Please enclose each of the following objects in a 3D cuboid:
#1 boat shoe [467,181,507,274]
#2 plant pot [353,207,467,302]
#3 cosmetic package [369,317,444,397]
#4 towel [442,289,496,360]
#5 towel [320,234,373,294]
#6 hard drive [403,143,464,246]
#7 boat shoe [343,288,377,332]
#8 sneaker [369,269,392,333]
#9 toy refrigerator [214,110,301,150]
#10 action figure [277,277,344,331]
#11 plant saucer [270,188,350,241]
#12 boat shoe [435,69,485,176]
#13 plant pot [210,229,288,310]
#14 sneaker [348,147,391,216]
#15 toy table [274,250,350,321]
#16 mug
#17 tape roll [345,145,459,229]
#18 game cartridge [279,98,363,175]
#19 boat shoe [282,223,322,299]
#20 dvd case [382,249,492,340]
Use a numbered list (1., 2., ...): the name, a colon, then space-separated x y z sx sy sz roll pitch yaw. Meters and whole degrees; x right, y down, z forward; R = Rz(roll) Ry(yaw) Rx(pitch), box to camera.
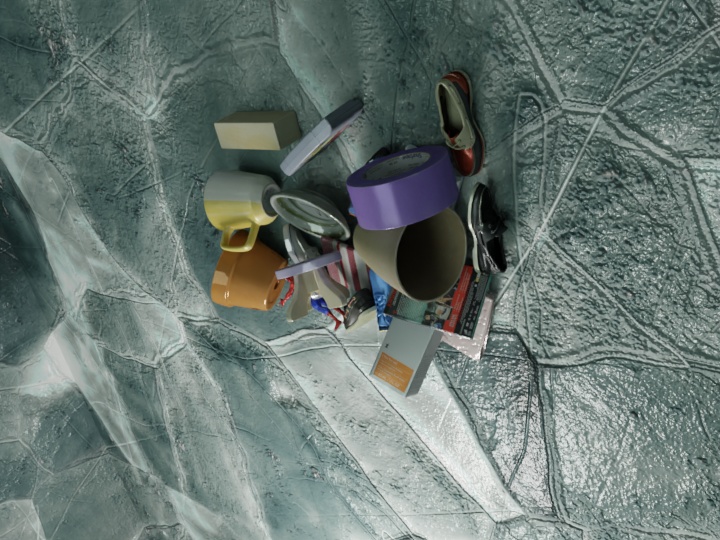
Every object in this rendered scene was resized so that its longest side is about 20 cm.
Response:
1. boat shoe: 0.248 -0.074 1.412 0.065 0.074 0.202 15 128 32
2. plant pot: 0.079 -0.050 1.488 0.199 0.186 0.189 18 131 52
3. cosmetic package: 0.108 0.157 1.592 0.101 0.071 0.202 26 100 26
4. towel: 0.193 0.080 1.608 0.199 0.032 0.193 31 136 26
5. towel: 0.000 0.000 1.721 0.198 0.023 0.145 22 143 30
6. hard drive: 0.130 -0.141 1.511 0.131 0.025 0.202 33 136 21
7. boat shoe: -0.004 0.097 1.766 0.064 0.073 0.202 59 160 12
8. sneaker: 0.063 0.084 1.652 0.066 0.078 0.202 0 121 52
9. toy refrigerator: -0.234 -0.316 1.688 0.198 0.076 0.071 9 125 38
10. action figure: -0.131 0.086 1.890 0.200 0.065 0.099 43 127 11
11. plant saucer: -0.106 -0.136 1.683 0.198 0.051 0.200 22 163 7
12. boat shoe: 0.178 -0.259 1.352 0.071 0.063 0.202 9 126 36
13. plant pot: -0.273 0.013 1.892 0.138 0.201 0.202 21 134 9
14. sneaker: 0.037 -0.176 1.550 0.078 0.076 0.201 32 145 9
15. toy table: -0.108 0.034 1.701 0.199 0.182 0.119 -9 100 60
16. mug: -0.268 -0.152 1.793 0.151 0.149 0.189 3 108 32
17. tape roll: 0.078 -0.155 1.376 0.198 0.200 0.086 2 120 42
18. game cartridge: -0.086 -0.271 1.537 0.041 0.133 0.200 53 141 -2
19. boat shoe: -0.121 -0.029 1.810 0.069 0.071 0.202 -19 102 20
20. dvd case: 0.157 0.047 1.529 0.198 0.148 0.022 14 168 23
